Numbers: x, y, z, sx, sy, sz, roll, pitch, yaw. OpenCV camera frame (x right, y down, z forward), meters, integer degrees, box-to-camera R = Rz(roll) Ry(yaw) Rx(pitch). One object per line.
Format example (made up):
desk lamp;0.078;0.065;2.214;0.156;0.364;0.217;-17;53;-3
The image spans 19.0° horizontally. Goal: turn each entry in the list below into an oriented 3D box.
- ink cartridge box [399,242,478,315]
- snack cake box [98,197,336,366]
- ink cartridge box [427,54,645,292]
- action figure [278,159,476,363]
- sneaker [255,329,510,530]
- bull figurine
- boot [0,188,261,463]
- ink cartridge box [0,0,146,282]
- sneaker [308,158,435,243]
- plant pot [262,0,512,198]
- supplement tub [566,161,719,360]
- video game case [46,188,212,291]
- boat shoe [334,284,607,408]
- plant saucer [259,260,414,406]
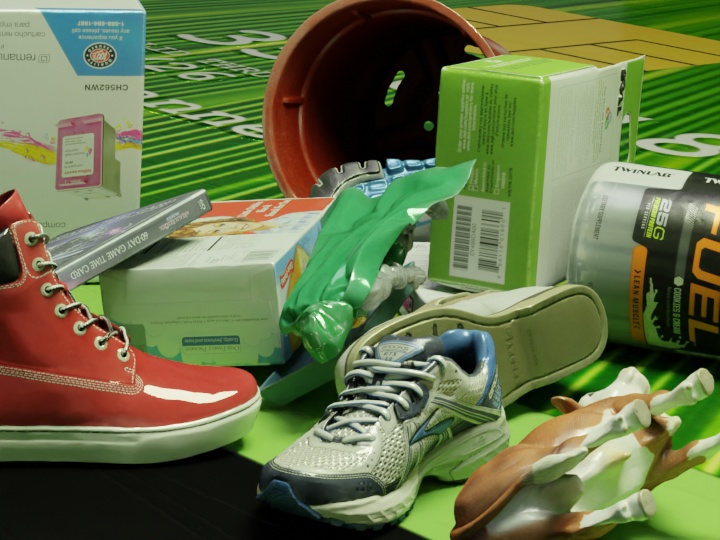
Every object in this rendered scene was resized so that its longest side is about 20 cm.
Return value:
ink cartridge box;0.076;0.018;1.474;0.094;0.037;0.200;1;12;-10
snack cake box;-0.085;0.005;1.404;0.115;0.067;0.200;-3;13;13
ink cartridge box;0.125;-0.073;1.486;0.076;0.148;0.200;10;14;25
action figure;0.000;0.000;1.301;0.118;0.055;0.200;-25;15;28
sneaker;0.011;0.076;1.143;0.077;0.085;0.200;12;18;30
bull figurine;0.125;0.095;1.099;0.121;0.065;0.200;-27;2;38
boot;-0.149;0.028;1.177;0.199;0.145;0.072;0;13;-17
ink cartridge box;-0.228;-0.094;1.519;0.144;0.201;0.085;-1;19;-14
sneaker;0.063;-0.042;1.595;0.199;0.087;0.075;-4;55;0
plant pot;0.048;-0.120;1.725;0.200;0.201;0.195;8;7;17
supplement tub;0.244;-0.001;1.409;0.199;0.123;0.123;8;15;21
video game case;-0.202;0.004;1.331;0.143;0.019;0.200;-15;11;39
boat shoe;0.057;0.053;1.289;0.200;0.075;0.068;-10;3;-39
plant saucer;-0.009;0.039;1.355;0.070;0.019;0.200;-28;8;17
